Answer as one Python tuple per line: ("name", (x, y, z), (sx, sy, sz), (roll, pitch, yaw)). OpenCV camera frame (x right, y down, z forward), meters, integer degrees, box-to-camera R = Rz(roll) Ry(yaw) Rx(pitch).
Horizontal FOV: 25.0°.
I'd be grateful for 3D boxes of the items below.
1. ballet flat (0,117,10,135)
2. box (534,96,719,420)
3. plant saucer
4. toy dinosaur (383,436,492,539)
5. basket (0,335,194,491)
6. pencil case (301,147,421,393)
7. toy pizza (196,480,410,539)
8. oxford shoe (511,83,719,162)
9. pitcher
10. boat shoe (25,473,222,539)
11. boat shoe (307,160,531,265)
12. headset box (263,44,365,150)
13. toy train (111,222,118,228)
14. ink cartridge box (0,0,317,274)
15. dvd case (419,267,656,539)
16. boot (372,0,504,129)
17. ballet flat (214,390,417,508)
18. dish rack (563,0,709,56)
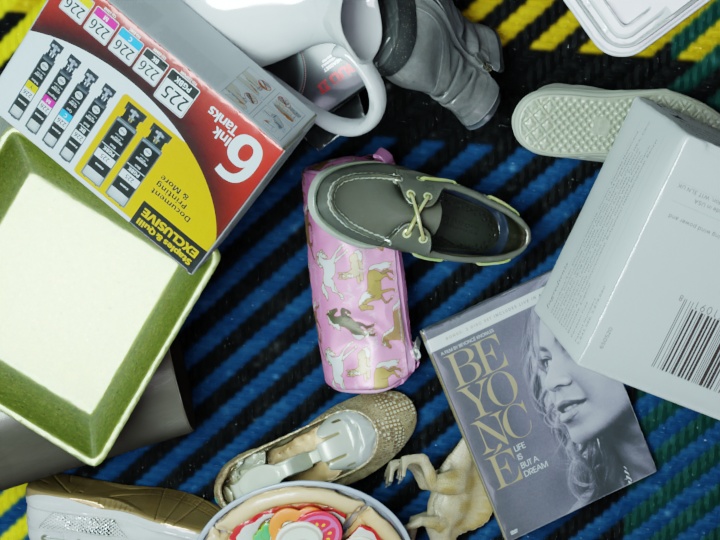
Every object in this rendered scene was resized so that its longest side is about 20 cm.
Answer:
("ballet flat", (-0.299, -0.054, 1.412), (0.067, 0.064, 0.202), (-22, 98, 10))
("box", (0.278, -0.001, 1.299), (0.197, 0.131, 0.202), (20, 103, -16))
("plant saucer", (-0.242, 0.019, 1.300), (0.199, 0.048, 0.201), (31, 91, -3))
("toy dinosaur", (0.076, 0.188, 1.435), (0.100, 0.058, 0.203), (11, 97, -13))
("basket", (-0.251, 0.107, 1.396), (0.197, 0.180, 0.138), (-14, 93, -1))
("pencil case", (0.000, 0.000, 1.381), (0.085, 0.083, 0.203), (-11, 100, -17))
("toy pizza", (-0.049, 0.267, 1.400), (0.197, 0.032, 0.202), (-2, 121, -3))
("oxford shoe", (0.218, -0.118, 1.349), (0.197, 0.058, 0.076), (6, 101, -10))
("pitcher", (-0.076, -0.187, 1.246), (0.197, 0.121, 0.174), (4, 115, 22))
("boat shoe", (-0.207, 0.235, 1.461), (0.197, 0.071, 0.070), (10, 104, 13))
("boat shoe", (0.051, -0.046, 1.324), (0.200, 0.060, 0.073), (11, 88, -34))
("headset box", (-0.069, -0.198, 1.351), (0.148, 0.075, 0.201), (-32, 96, 11))
("toy train", (-0.202, -0.041, 1.377), (0.083, 0.116, 0.203), (-1, 101, 7))
("ink cartridge box", (-0.165, -0.103, 1.199), (0.199, 0.084, 0.176), (39, 119, -2))
("dvd case", (0.155, 0.113, 1.400), (0.147, 0.016, 0.202), (-24, 98, -6))
("boot", (0.060, -0.220, 1.332), (0.069, 0.131, 0.203), (-19, 57, 45))
("ballet flat", (-0.042, 0.167, 1.426), (0.198, 0.065, 0.071), (-29, 86, 10))
("dish rack", (0.218, -0.293, 1.317), (0.171, 0.044, 0.201), (-36, 97, 11))
